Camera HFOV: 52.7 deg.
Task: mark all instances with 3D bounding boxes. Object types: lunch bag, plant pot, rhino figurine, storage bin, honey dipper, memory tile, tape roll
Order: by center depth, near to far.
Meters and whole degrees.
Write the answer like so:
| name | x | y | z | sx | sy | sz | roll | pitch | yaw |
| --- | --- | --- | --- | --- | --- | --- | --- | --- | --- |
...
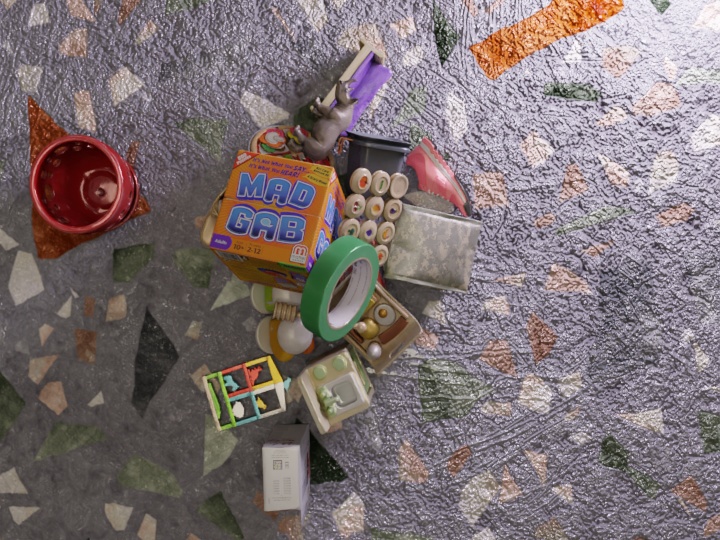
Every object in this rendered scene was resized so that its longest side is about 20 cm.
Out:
| name | x | y | z | sx | sy | sz | roll | pitch | yaw |
| --- | --- | --- | --- | --- | --- | --- | --- | --- | --- |
| tape roll | -0.038 | 0.036 | 1.402 | 0.048 | 0.200 | 0.204 | 25 | 92 | 25 |
| memory tile | 0.020 | -0.102 | 1.467 | 0.151 | 0.017 | 0.204 | 2 | 109 | -42 |
| honey dipper | -0.083 | 0.102 | 1.491 | 0.195 | 0.038 | 0.039 | 14 | 92 | -9 |
| rhino figurine | -0.066 | -0.322 | 1.541 | 0.087 | 0.060 | 0.202 | 36 | 88 | 1 |
| storage bin | 0.018 | -0.221 | 1.557 | 0.142 | 0.200 | 0.138 | 7 | 101 | -13 |
| plant pot | -0.581 | -0.180 | 1.573 | 0.195 | 0.183 | 0.206 | 0 | 92 | 2 |
| lunch bag | 0.144 | -0.048 | 1.581 | 0.196 | 0.117 | 0.168 | 12 | 92 | -20 |

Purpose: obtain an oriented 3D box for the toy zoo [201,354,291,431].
| name | x | y | z | sx | sy | sz | roll | pitch | yaw |
| --- | --- | --- | --- | --- | --- | --- | --- | --- | --- |
| toy zoo | -0.251 | 0.276 | 1.663 | 0.196 | 0.020 | 0.134 | -18 | 91 | 1 |

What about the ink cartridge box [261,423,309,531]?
| name | x | y | z | sx | sy | sz | roll | pitch | yaw |
| --- | --- | --- | --- | --- | --- | --- | --- | --- | --- |
| ink cartridge box | -0.158 | 0.444 | 1.577 | 0.082 | 0.200 | 0.180 | -2 | 91 | 2 |

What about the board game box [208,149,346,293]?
| name | x | y | z | sx | sy | sz | roll | pitch | yaw |
| --- | --- | --- | --- | --- | --- | --- | --- | --- | --- |
| board game box | -0.152 | -0.086 | 1.436 | 0.195 | 0.200 | 0.204 | 11 | 74 | 12 |

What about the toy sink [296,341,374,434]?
| name | x | y | z | sx | sy | sz | roll | pitch | yaw |
| --- | --- | --- | --- | --- | --- | --- | --- | --- | --- |
| toy sink | -0.046 | 0.245 | 1.565 | 0.110 | 0.200 | 0.133 | -25 | 91 | 9 |

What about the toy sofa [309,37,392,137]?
| name | x | y | z | sx | sy | sz | roll | pitch | yaw |
| --- | --- | --- | --- | --- | --- | --- | --- | --- | --- |
| toy sofa | -0.017 | -0.399 | 1.607 | 0.097 | 0.083 | 0.201 | 38 | 92 | 0 |

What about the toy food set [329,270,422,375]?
| name | x | y | z | sx | sy | sz | roll | pitch | yaw |
| --- | --- | --- | --- | --- | --- | --- | --- | --- | --- |
| toy food set | 0.014 | 0.108 | 1.535 | 0.200 | 0.061 | 0.143 | 43 | 105 | -9 |

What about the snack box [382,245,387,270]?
| name | x | y | z | sx | sy | sz | roll | pitch | yaw |
| --- | --- | --- | --- | --- | --- | --- | --- | --- | --- |
| snack box | 0.019 | -0.054 | 1.647 | 0.196 | 0.024 | 0.073 | 24 | 94 | 0 |

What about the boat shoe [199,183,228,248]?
| name | x | y | z | sx | sy | sz | roll | pitch | yaw |
| --- | --- | --- | --- | --- | --- | --- | --- | --- | --- |
| boat shoe | -0.301 | -0.140 | 1.626 | 0.073 | 0.069 | 0.202 | 32 | 92 | 0 |

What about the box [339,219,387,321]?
| name | x | y | z | sx | sy | sz | roll | pitch | yaw |
| --- | --- | --- | --- | --- | --- | --- | --- | --- | --- |
| box | 0.000 | 0.000 | 1.591 | 0.093 | 0.100 | 0.205 | -11 | 103 | 8 |

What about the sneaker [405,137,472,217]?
| name | x | y | z | sx | sy | sz | roll | pitch | yaw |
| --- | --- | --- | --- | --- | --- | --- | --- | --- | --- |
| sneaker | 0.176 | -0.195 | 1.628 | 0.086 | 0.074 | 0.202 | -35 | 87 | 15 |

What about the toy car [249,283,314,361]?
| name | x | y | z | sx | sy | sz | roll | pitch | yaw |
| --- | --- | --- | --- | --- | --- | --- | --- | --- | --- |
| toy car | -0.147 | 0.091 | 1.602 | 0.147 | 0.174 | 0.205 | -9 | 92 | -33 |

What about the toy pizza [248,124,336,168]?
| name | x | y | z | sx | sy | sz | roll | pitch | yaw |
| --- | --- | --- | --- | --- | --- | --- | --- | --- | --- |
| toy pizza | -0.145 | -0.255 | 1.575 | 0.197 | 0.202 | 0.032 | 24 | 136 | -1 |
